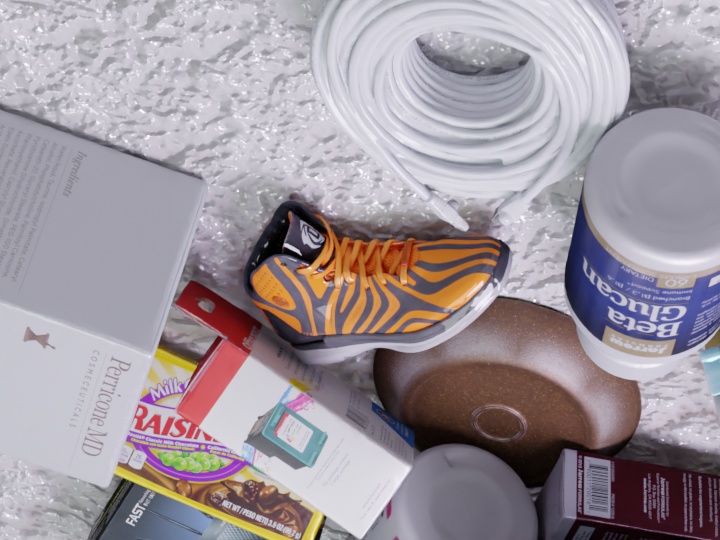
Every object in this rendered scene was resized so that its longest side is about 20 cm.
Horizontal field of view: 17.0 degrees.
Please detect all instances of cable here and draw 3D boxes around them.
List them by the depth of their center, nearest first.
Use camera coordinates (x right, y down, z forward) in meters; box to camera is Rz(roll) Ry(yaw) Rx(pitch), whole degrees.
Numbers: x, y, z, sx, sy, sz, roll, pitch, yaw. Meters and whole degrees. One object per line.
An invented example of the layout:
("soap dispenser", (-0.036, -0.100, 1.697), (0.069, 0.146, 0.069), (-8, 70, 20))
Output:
("cable", (0.070, -0.131, 1.492), (0.200, 0.069, 0.200), (37, 133, -22))

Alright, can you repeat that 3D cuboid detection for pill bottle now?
("pill bottle", (0.188, -0.008, 1.543), (0.111, 0.111, 0.200), (11, 153, 5))
("pill bottle", (0.044, 0.221, 1.801), (0.113, 0.114, 0.200), (24, 143, -9))

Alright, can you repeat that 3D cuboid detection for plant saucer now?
("plant saucer", (0.103, 0.100, 1.756), (0.200, 0.037, 0.201), (9, 138, 9))

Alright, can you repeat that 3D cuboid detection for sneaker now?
("sneaker", (0.000, 0.000, 1.648), (0.200, 0.078, 0.112), (-20, 129, 33))

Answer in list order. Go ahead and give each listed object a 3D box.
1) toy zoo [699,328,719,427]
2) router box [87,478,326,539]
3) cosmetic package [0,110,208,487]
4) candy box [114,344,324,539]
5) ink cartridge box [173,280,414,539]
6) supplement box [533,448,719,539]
("toy zoo", (0.270, 0.120, 1.654), (0.020, 0.131, 0.200), (-17, 130, 14))
("router box", (-0.127, 0.210, 1.925), (0.149, 0.062, 0.200), (25, 138, -8))
("cosmetic package", (-0.233, 0.013, 1.668), (0.199, 0.167, 0.168), (19, 138, -5))
("candy box", (-0.111, 0.129, 1.816), (0.199, 0.103, 0.026), (24, -179, -9))
("ink cartridge box", (-0.060, 0.095, 1.708), (0.200, 0.116, 0.067), (35, 98, -3))
("supplement box", (0.229, 0.197, 1.775), (0.199, 0.061, 0.109), (11, 143, -9))
